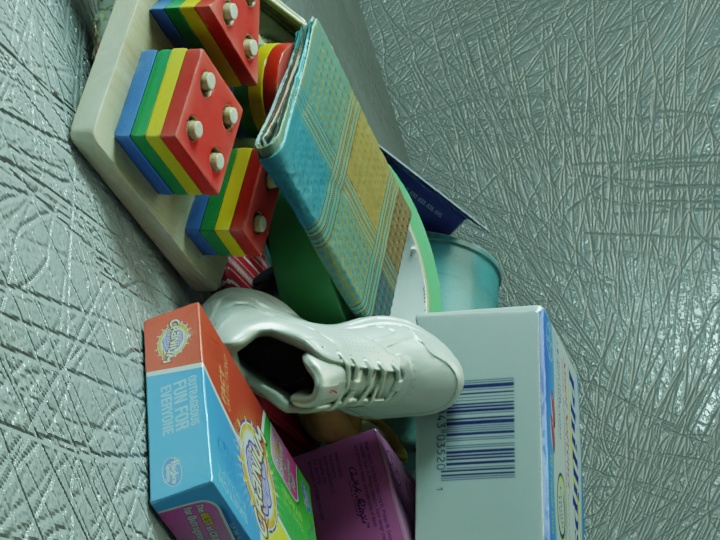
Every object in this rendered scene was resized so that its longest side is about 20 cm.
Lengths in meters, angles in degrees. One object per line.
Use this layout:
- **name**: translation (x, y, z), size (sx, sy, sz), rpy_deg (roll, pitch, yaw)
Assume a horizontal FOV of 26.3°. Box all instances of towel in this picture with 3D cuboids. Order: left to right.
- **towel**: translation (-0.086, 0.047, 1.243), size (0.145, 0.022, 0.202), rpy_deg (54, 18, -66)
- **towel**: translation (-0.015, -0.062, 1.125), size (0.147, 0.021, 0.201), rpy_deg (-75, 147, -43)

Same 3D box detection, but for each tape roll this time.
- **tape roll**: translation (0.000, 0.000, 1.221), size (0.200, 0.048, 0.202), rpy_deg (43, 38, -47)

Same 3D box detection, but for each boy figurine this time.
- **boy figurine**: translation (-0.025, 0.091, 1.243), size (0.124, 0.064, 0.201), rpy_deg (-81, 146, -74)

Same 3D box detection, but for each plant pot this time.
- **plant pot**: translation (0.031, 0.091, 1.395), size (0.200, 0.198, 0.190), rpy_deg (56, 32, -61)

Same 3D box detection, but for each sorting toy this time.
- **sorting toy**: translation (-0.100, -0.119, 1.075), size (0.200, 0.069, 0.200), rpy_deg (57, 40, -53)

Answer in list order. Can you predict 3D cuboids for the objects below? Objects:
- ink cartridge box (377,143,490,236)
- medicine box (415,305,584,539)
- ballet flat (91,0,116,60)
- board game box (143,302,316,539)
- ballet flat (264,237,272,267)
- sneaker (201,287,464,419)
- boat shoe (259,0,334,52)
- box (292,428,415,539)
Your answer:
- **ink cartridge box**: translation (-0.002, -0.100, 1.371), size (0.197, 0.047, 0.200), rpy_deg (35, 6, -30)
- **medicine box**: translation (0.112, 0.145, 1.203), size (0.200, 0.102, 0.184), rpy_deg (49, 39, -65)
- **ballet flat**: translation (-0.147, -0.131, 1.147), size (0.200, 0.075, 0.064), rpy_deg (53, 50, -54)
- **board game box**: translation (-0.078, 0.143, 0.987), size (0.154, 0.040, 0.201), rpy_deg (-101, 169, -47)
- **ballet flat**: translation (-0.082, -0.090, 1.378), size (0.201, 0.062, 0.067), rpy_deg (66, 5, 16)
- **sneaker**: translation (-0.018, 0.074, 1.073), size (0.099, 0.198, 0.079), rpy_deg (-118, -140, -69)
- **boat shoe**: translation (-0.111, -0.211, 1.211), size (0.200, 0.073, 0.063), rpy_deg (37, -28, -8)
- **box**: translation (0.017, 0.249, 1.186), size (0.200, 0.096, 0.177), rpy_deg (59, 13, -58)
